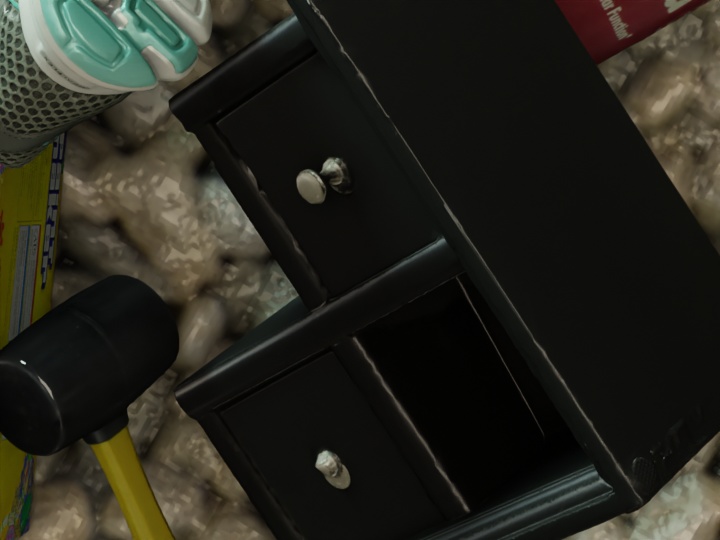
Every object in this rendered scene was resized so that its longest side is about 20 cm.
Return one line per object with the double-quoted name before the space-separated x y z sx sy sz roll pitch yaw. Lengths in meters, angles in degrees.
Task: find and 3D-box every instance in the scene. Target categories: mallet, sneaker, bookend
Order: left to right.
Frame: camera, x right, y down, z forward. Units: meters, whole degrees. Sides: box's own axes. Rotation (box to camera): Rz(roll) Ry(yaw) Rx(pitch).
"sneaker" -0.083 -0.107 0.910 0.078 0.200 0.091 41 128 -13
"mallet" -0.061 0.095 0.974 0.041 0.066 0.201 -3 123 43
"bookend" 0.000 0.000 0.934 0.198 0.092 0.200 -28 96 48

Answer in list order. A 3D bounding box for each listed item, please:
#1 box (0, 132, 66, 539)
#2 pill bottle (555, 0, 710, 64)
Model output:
"box" -0.210 -0.010 0.997 0.192 0.122 0.201 7 92 4
"pill bottle" 0.099 -0.145 0.975 0.199 0.114 0.115 -29 89 5
